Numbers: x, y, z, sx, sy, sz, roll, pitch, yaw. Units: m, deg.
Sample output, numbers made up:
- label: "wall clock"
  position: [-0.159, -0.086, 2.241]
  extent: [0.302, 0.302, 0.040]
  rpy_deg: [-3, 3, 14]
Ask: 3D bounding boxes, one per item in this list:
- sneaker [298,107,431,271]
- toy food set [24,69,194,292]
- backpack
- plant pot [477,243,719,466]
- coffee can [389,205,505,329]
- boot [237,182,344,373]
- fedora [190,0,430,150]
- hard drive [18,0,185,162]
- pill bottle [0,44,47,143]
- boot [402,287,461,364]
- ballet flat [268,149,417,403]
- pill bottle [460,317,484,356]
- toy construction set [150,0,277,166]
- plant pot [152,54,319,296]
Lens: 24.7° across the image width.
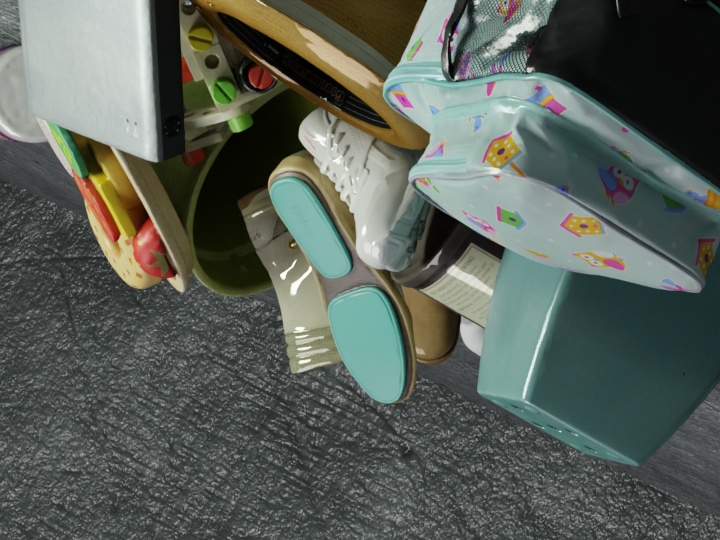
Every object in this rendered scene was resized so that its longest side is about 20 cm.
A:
- label: "sneaker"
  position: [0.002, -0.071, 1.126]
  extent: [0.098, 0.079, 0.201]
  rpy_deg: [13, -146, -2]
- label: "toy food set"
  position: [-0.189, -0.067, 1.230]
  extent: [0.199, 0.048, 0.200]
  rpy_deg: [63, 168, -18]
- label: "backpack"
  position: [0.108, -0.081, 0.831]
  extent: [0.175, 0.155, 0.200]
  rpy_deg: [25, -179, -28]
- label: "plant pot"
  position: [0.166, 0.011, 1.026]
  extent: [0.140, 0.202, 0.141]
  rpy_deg: [29, 172, -13]
- label: "coffee can"
  position: [0.141, -0.010, 1.176]
  extent: [0.199, 0.147, 0.146]
  rpy_deg: [29, 172, -15]
- label: "boot"
  position: [0.020, -0.015, 1.267]
  extent: [0.198, 0.156, 0.072]
  rpy_deg: [-17, 179, -1]
- label: "fedora"
  position: [-0.017, -0.154, 1.023]
  extent: [0.200, 0.082, 0.201]
  rpy_deg: [33, 177, 2]
- label: "hard drive"
  position: [-0.168, -0.183, 1.042]
  extent: [0.139, 0.202, 0.033]
  rpy_deg: [22, -148, 39]
- label: "pill bottle"
  position: [-0.403, -0.206, 1.916]
  extent: [0.112, 0.113, 0.200]
  rpy_deg: [31, 172, -25]
- label: "boot"
  position: [0.054, -0.012, 1.429]
  extent: [0.065, 0.177, 0.200]
  rpy_deg: [-6, 173, 1]
- label: "ballet flat"
  position: [0.000, 0.000, 1.198]
  extent: [0.068, 0.063, 0.202]
  rpy_deg: [-11, 113, 34]
- label: "pill bottle"
  position: [0.168, 0.049, 1.609]
  extent: [0.199, 0.112, 0.111]
  rpy_deg: [30, 172, -21]
- label: "toy construction set"
  position: [-0.134, -0.158, 1.162]
  extent: [0.092, 0.130, 0.201]
  rpy_deg: [-112, -1, -54]
- label: "plant pot"
  position: [-0.123, -0.113, 1.361]
  extent: [0.184, 0.201, 0.200]
  rpy_deg: [37, 178, 32]
